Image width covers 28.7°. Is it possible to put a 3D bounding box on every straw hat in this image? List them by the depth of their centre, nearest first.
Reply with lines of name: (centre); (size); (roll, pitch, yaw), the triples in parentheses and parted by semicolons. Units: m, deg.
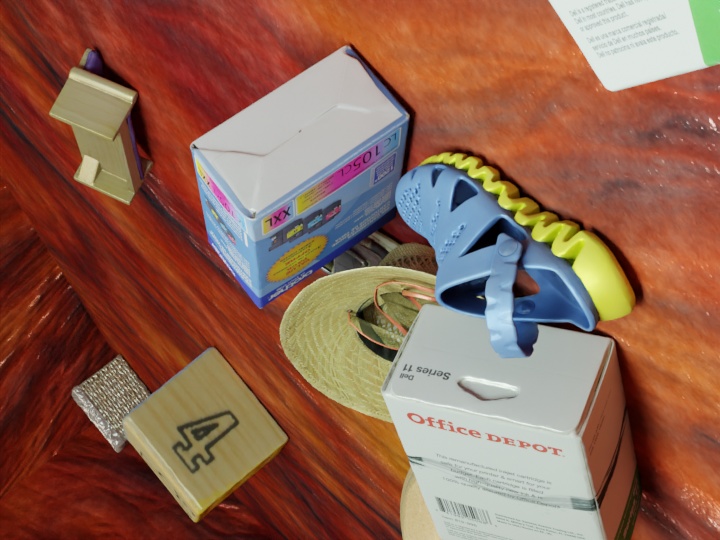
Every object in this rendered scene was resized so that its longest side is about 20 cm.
straw hat: (0.041, 0.028, 1.055); (0.199, 0.086, 0.202); (10, 144, 7)

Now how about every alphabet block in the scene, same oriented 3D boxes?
alphabet block: (-0.259, 0.274, 2.326); (0.200, 0.196, 0.195); (50, 166, 5)

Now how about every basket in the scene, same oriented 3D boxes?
basket: (-0.637, 0.352, 3.691); (0.201, 0.160, 0.198); (51, 165, 3)

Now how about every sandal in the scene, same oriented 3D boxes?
sandal: (0.077, -0.009, 0.886); (0.200, 0.087, 0.080); (36, 161, 50)

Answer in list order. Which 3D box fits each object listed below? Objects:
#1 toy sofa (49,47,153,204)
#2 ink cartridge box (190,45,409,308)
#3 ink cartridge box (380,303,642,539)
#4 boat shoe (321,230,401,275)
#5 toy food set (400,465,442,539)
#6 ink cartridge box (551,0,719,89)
toy sofa: (-0.295, -0.168, 1.658); (0.082, 0.098, 0.200); (24, 160, 6)
ink cartridge box: (-0.042, -0.057, 1.024); (0.077, 0.136, 0.200); (52, 166, 15)
ink cartridge box: (0.113, 0.123, 0.992); (0.145, 0.084, 0.201); (11, 145, 25)
boat shoe: (0.000, 0.000, 1.170); (0.200, 0.065, 0.072); (43, 161, 27)
toy food set: (0.111, 0.224, 1.189); (0.197, 0.048, 0.202); (27, 121, 34)
ink cartridge box: (0.087, -0.170, 0.451); (0.201, 0.083, 0.146); (54, 165, -12)
